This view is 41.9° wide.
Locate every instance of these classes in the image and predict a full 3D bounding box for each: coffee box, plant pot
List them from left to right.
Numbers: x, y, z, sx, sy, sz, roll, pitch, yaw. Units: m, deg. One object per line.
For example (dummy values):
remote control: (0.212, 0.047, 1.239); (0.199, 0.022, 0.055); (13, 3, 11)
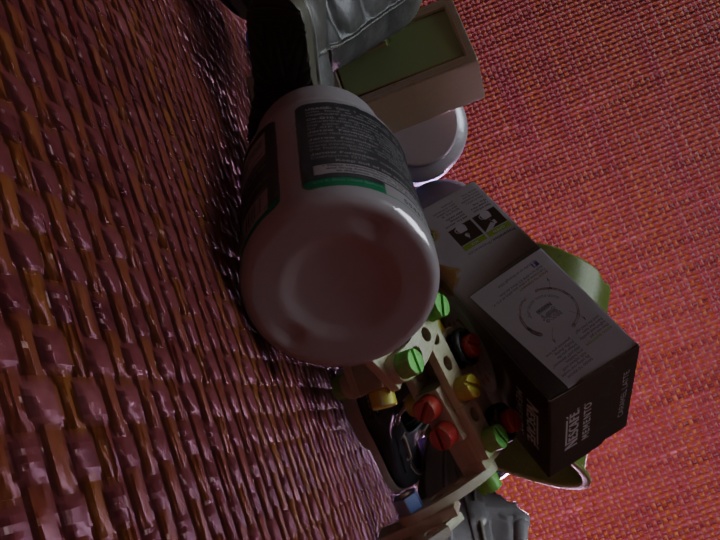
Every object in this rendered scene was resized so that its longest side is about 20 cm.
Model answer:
coffee box: (0.117, 0.042, 0.734); (0.200, 0.079, 0.115); (51, -16, 38)
plant pot: (0.155, 0.082, 0.904); (0.191, 0.199, 0.200); (-65, 156, -19)

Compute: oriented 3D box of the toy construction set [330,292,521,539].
toy construction set: (0.044, 0.103, 0.658); (0.131, 0.092, 0.201); (-31, 109, -55)

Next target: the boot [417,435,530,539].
boot: (0.102, 0.222, 0.853); (0.200, 0.095, 0.074); (-85, -177, -68)

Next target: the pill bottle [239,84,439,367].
pill bottle: (-0.020, -0.040, 0.594); (0.200, 0.113, 0.113); (-100, 169, -59)

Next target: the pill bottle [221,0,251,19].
pill bottle: (-0.081, -0.269, 0.760); (0.200, 0.113, 0.114); (34, 36, -82)

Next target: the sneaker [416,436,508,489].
sneaker: (0.139, 0.220, 1.063); (0.200, 0.146, 0.081); (61, 10, -57)

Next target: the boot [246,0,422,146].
boot: (-0.014, -0.174, 0.748); (0.200, 0.072, 0.183); (-55, 156, -50)

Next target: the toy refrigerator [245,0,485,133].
toy refrigerator: (0.004, -0.167, 0.850); (0.070, 0.199, 0.076); (57, 14, -65)

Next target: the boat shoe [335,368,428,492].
boat shoe: (0.036, 0.131, 0.790); (0.200, 0.062, 0.073); (62, 9, -55)

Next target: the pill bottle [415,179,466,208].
pill bottle: (0.117, -0.002, 1.033); (0.200, 0.114, 0.114); (45, 22, -49)

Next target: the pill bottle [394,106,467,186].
pill bottle: (0.058, -0.147, 1.004); (0.200, 0.108, 0.109); (-55, 124, -86)

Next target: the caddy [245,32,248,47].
caddy: (-0.044, -0.205, 1.003); (0.200, 0.104, 0.142); (4, 66, -85)
